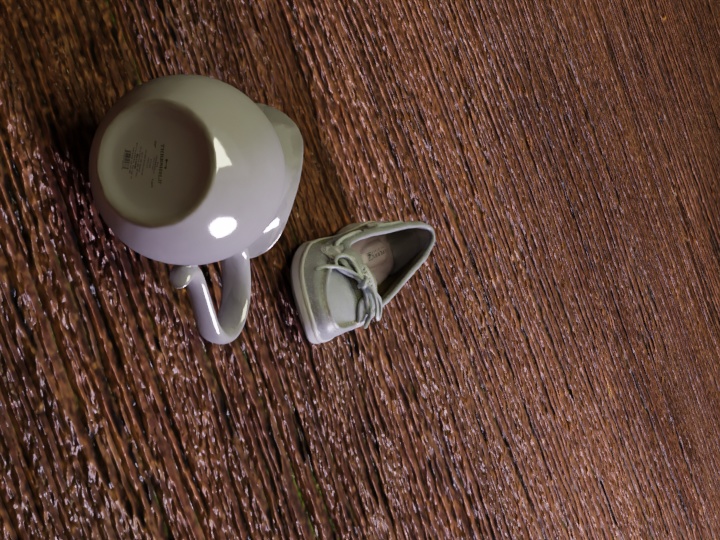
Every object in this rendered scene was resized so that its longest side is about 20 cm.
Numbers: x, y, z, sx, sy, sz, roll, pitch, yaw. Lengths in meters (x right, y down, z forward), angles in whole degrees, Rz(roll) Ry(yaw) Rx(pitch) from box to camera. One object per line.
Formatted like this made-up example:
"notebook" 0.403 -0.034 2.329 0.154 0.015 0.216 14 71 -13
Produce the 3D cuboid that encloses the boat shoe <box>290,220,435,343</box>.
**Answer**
"boat shoe" 0.001 0.001 1.577 0.202 0.065 0.075 -35 108 -65

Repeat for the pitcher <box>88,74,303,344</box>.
"pitcher" -0.104 -0.038 1.321 0.200 0.121 0.172 10 83 -77
